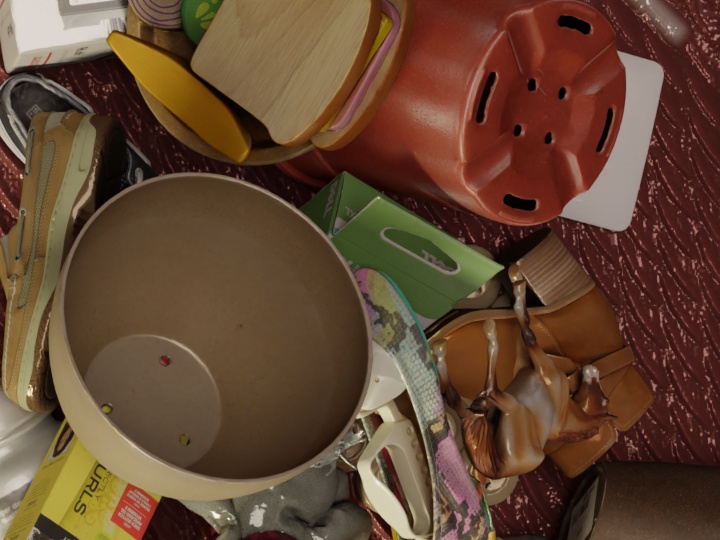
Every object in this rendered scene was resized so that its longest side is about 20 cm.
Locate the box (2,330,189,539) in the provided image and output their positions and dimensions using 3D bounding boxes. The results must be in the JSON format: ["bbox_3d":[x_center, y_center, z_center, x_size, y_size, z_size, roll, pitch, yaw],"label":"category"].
[{"bbox_3d":[-0.169,0.141,1.394,0.075,0.050,0.201,39,53,-19],"label":"box"}]

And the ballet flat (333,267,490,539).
[{"bbox_3d":[0.021,0.100,1.378,0.071,0.069,0.202,-27,100,-39],"label":"ballet flat"}]

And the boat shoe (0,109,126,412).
[{"bbox_3d":[-0.211,-0.008,1.426,0.075,0.072,0.202,9,74,13],"label":"boat shoe"}]

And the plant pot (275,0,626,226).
[{"bbox_3d":[0.057,-0.127,1.433,0.200,0.195,0.203,-17,117,-36],"label":"plant pot"}]

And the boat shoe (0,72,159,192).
[{"bbox_3d":[-0.172,-0.059,1.494,0.072,0.068,0.200,-43,98,-11],"label":"boat shoe"}]

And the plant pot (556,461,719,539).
[{"bbox_3d":[0.244,0.214,1.541,0.198,0.187,0.188,22,84,-6],"label":"plant pot"}]

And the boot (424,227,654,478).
[{"bbox_3d":[0.104,0.086,1.549,0.199,0.077,0.156,-37,102,-19],"label":"boot"}]

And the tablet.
[{"bbox_3d":[0.120,-0.114,1.595,0.198,0.014,0.131,14,86,-13],"label":"tablet"}]

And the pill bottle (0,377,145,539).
[{"bbox_3d":[-0.213,0.173,1.458,0.113,0.114,0.201,-30,97,-12],"label":"pill bottle"}]

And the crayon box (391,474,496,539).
[{"bbox_3d":[0.065,0.236,1.508,0.050,0.127,0.202,-11,97,-10],"label":"crayon box"}]

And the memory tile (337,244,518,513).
[{"bbox_3d":[0.070,0.096,1.578,0.153,0.017,0.200,41,80,-10],"label":"memory tile"}]

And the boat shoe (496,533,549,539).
[{"bbox_3d":[0.126,0.288,1.562,0.064,0.072,0.202,-10,86,-9],"label":"boat shoe"}]

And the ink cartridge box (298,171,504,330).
[{"bbox_3d":[0.000,0.000,1.445,0.103,0.200,0.060,30,48,-20],"label":"ink cartridge box"}]

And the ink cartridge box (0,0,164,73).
[{"bbox_3d":[-0.184,-0.179,1.469,0.198,0.116,0.069,-9,90,-13],"label":"ink cartridge box"}]

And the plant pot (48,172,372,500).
[{"bbox_3d":[-0.109,0.060,1.345,0.199,0.134,0.202,12,60,-21],"label":"plant pot"}]

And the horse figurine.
[{"bbox_3d":[0.104,0.083,1.444,0.050,0.200,0.134,-9,107,28],"label":"horse figurine"}]

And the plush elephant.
[{"bbox_3d":[-0.065,0.190,1.441,0.164,0.200,0.156,21,65,-19],"label":"plush elephant"}]

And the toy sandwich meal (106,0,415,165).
[{"bbox_3d":[-0.068,-0.156,1.357,0.203,0.070,0.207,-1,88,22],"label":"toy sandwich meal"}]
